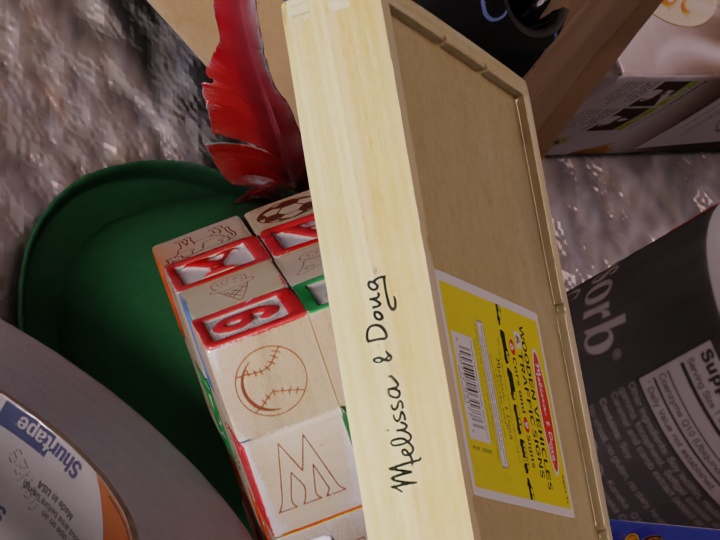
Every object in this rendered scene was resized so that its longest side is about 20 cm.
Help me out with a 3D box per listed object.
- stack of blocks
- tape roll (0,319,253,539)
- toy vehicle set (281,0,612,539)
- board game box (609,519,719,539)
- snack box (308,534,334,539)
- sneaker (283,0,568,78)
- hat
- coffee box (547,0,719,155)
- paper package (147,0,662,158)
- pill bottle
[{"bbox_3d":[0.005,0.087,0.842,0.115,0.059,0.200,-130,-159,-72],"label":"stack of blocks"},{"bbox_3d":[-0.119,0.075,0.768,0.200,0.066,0.200,30,18,-11],"label":"tape roll"},{"bbox_3d":[0.030,0.035,0.742,0.124,0.026,0.200,25,53,-67],"label":"toy vehicle set"},{"bbox_3d":[0.166,0.149,0.962,0.135,0.200,0.045,84,15,-45],"label":"board game box"},{"bbox_3d":[-0.003,0.178,0.651,0.200,0.053,0.142,-86,153,-56],"label":"snack box"},{"bbox_3d":[0.025,-0.065,0.878,0.200,0.078,0.070,67,-2,-74],"label":"sneaker"},{"bbox_3d":[0.000,0.000,0.928,0.200,0.176,0.166,-4,67,-49],"label":"hat"},{"bbox_3d":[0.121,-0.113,1.220,0.200,0.080,0.114,-3,68,-48],"label":"coffee box"},{"bbox_3d":[0.015,-0.144,1.009,0.200,0.191,0.103,48,35,14],"label":"paper package"},{"bbox_3d":[0.128,0.041,1.016,0.116,0.200,0.116,36,36,-33],"label":"pill bottle"}]
